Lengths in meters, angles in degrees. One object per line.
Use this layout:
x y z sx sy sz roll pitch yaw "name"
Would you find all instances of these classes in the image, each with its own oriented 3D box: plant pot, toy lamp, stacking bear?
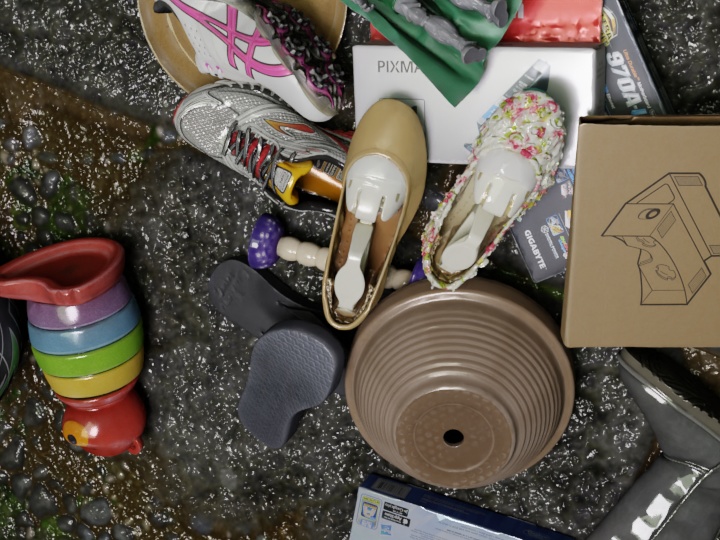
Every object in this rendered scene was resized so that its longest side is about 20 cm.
-0.100 -0.240 1.173 0.198 0.027 0.203 5 104 18 "plant pot"
0.081 0.113 1.133 0.198 0.093 0.203 3 118 6 "plant pot"
0.000 0.000 1.183 0.198 0.058 0.059 14 108 16 "toy lamp"
-0.253 0.083 1.265 0.120 0.114 0.202 6 117 31 "stacking bear"

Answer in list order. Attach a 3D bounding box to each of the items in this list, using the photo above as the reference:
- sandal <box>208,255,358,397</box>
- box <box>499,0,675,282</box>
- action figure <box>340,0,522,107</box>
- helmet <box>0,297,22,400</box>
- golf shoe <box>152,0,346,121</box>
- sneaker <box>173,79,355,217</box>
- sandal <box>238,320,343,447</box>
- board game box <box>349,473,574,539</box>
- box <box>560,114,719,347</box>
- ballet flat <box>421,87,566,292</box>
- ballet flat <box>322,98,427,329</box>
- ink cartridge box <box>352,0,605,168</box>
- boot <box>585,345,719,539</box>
-0.055 0.059 1.223 0.198 0.043 0.077 27 111 11 "sandal"
0.174 -0.111 1.098 0.158 0.046 0.202 -24 95 24 "box"
0.026 -0.228 1.049 0.199 0.055 0.119 36 96 26 "action figure"
-0.412 0.066 1.270 0.199 0.200 0.191 35 72 8 "helmet"
-0.092 -0.190 1.133 0.200 0.072 0.092 48 120 13 "golf shoe"
-0.066 -0.101 1.147 0.198 0.082 0.079 20 121 4 "sneaker"
-0.063 0.092 1.194 0.076 0.043 0.200 44 147 3 "sandal"
0.077 0.310 1.241 0.198 0.043 0.201 16 107 15 "board game box"
0.242 -0.027 1.054 0.161 0.021 0.202 0 123 1 "box"
0.102 -0.052 1.047 0.075 0.064 0.201 24 137 -2 "ballet flat"
0.009 -0.038 1.086 0.068 0.063 0.202 15 122 6 "ballet flat"
0.092 -0.174 1.063 0.198 0.045 0.179 4 106 20 "ink cartridge box"
0.236 0.186 1.139 0.181 0.073 0.201 41 114 6 "boot"
